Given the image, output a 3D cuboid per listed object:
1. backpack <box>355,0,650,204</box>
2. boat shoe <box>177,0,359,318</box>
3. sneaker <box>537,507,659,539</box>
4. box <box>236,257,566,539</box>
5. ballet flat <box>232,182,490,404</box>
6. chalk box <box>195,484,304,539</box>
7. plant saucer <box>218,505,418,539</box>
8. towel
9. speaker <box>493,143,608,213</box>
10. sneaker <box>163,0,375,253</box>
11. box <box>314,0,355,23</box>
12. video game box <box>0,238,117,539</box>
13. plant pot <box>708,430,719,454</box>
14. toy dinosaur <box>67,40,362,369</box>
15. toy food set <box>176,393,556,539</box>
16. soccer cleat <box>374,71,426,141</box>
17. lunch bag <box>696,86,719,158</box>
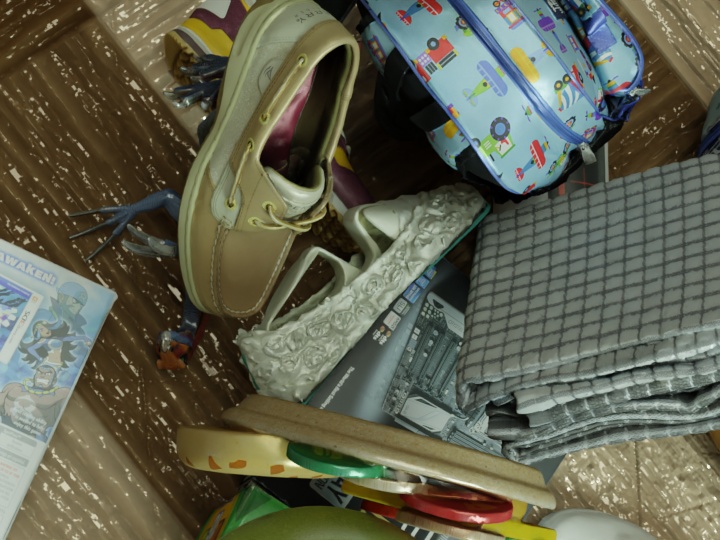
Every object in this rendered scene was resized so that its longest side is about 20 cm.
[{"bbox_3d":[0.081,-0.135,0.985,0.134,0.200,0.183,-37,86,12],"label":"backpack"},{"bbox_3d":[-0.051,-0.055,0.942,0.074,0.200,0.066,-10,33,-43],"label":"boat shoe"},{"bbox_3d":[0.207,0.210,1.064,0.200,0.088,0.075,30,69,-7],"label":"sneaker"},{"bbox_3d":[0.042,0.108,1.060,0.158,0.050,0.200,39,66,-3],"label":"box"},{"bbox_3d":[0.000,0.000,1.015,0.072,0.072,0.200,45,68,-2],"label":"ballet flat"},{"bbox_3d":[-0.072,0.245,0.944,0.124,0.125,0.200,33,66,-7],"label":"chalk box"},{"bbox_3d":[-0.015,0.225,0.886,0.200,0.031,0.200,5,73,-17],"label":"plant saucer"},{"bbox_3d":[0.162,0.025,0.978,0.086,0.200,0.166,59,26,-33],"label":"towel"},{"bbox_3d":[0.129,-0.087,1.129,0.081,0.081,0.200,6,73,-16],"label":"speaker"},{"bbox_3d":[-0.035,-0.104,1.083,0.090,0.075,0.200,-41,91,-18],"label":"sneaker"},{"bbox_3d":[-0.025,-0.290,1.112,0.164,0.086,0.200,35,55,-5],"label":"box"},{"bbox_3d":[-0.272,0.054,0.978,0.200,0.047,0.182,26,70,-10],"label":"video game box"},{"bbox_3d":[0.307,0.083,1.089,0.200,0.200,0.183,-21,98,-22],"label":"plant pot"},{"bbox_3d":[-0.083,-0.030,1.007,0.200,0.105,0.182,-8,116,-3],"label":"toy dinosaur"},{"bbox_3d":[0.013,0.112,0.916,0.200,0.198,0.049,23,79,-51],"label":"toy food set"},{"bbox_3d":[0.059,-0.182,1.146,0.068,0.073,0.200,19,87,-10],"label":"soccer cleat"},{"bbox_3d":[0.348,-0.086,1.151,0.200,0.161,0.083,30,53,-8],"label":"lunch bag"}]
